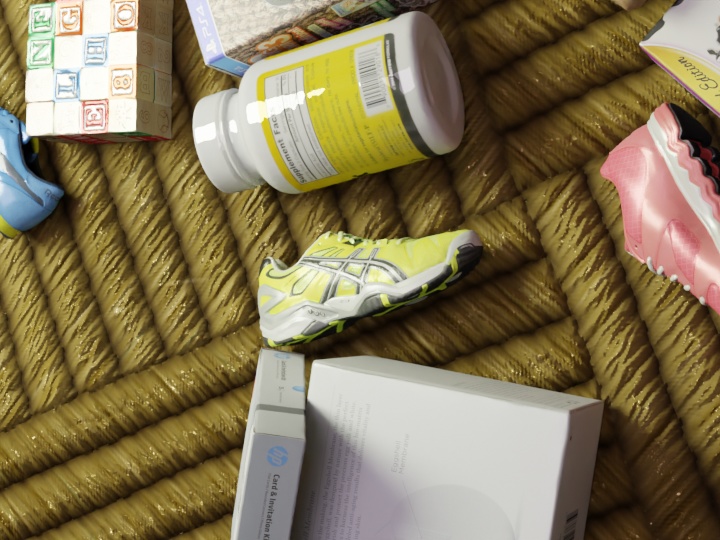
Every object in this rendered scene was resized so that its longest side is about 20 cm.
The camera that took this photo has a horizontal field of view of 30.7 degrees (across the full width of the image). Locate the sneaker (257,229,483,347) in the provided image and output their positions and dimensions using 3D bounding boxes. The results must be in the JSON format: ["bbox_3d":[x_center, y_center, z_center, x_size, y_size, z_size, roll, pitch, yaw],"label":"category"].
[{"bbox_3d":[0.000,0.000,1.037,0.199,0.075,0.077,-20,82,20],"label":"sneaker"}]

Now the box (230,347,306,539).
[{"bbox_3d":[-0.072,0.162,0.986,0.041,0.200,0.157,9,102,-6],"label":"box"}]

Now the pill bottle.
[{"bbox_3d":[-0.027,-0.124,1.032,0.199,0.111,0.112,-13,83,22],"label":"pill bottle"}]

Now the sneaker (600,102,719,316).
[{"bbox_3d":[0.239,-0.017,0.946,0.087,0.074,0.201,-33,67,31],"label":"sneaker"}]

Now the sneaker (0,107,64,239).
[{"bbox_3d":[-0.337,-0.126,1.195,0.078,0.066,0.201,-36,75,6],"label":"sneaker"}]

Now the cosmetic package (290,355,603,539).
[{"bbox_3d":[0.060,0.180,0.979,0.199,0.123,0.201,10,92,22],"label":"cosmetic package"}]

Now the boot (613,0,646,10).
[{"bbox_3d":[0.245,-0.255,0.890,0.200,0.066,0.175,-48,48,14],"label":"boot"}]

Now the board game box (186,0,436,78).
[{"bbox_3d":[-0.043,-0.267,1.051,0.199,0.097,0.160,-22,80,20],"label":"board game box"}]

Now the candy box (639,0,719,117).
[{"bbox_3d":[0.313,-0.189,0.917,0.136,0.061,0.200,44,105,18],"label":"candy box"}]

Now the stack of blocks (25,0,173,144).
[{"bbox_3d":[-0.227,-0.215,1.149,0.114,0.059,0.202,1,89,23],"label":"stack of blocks"}]
